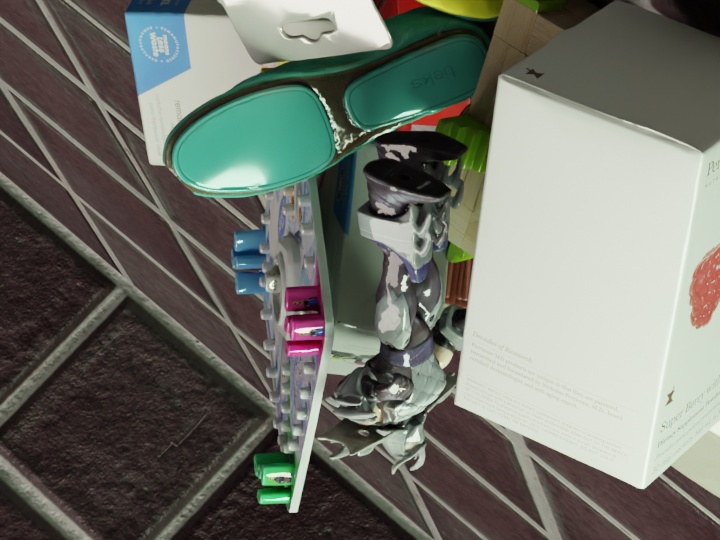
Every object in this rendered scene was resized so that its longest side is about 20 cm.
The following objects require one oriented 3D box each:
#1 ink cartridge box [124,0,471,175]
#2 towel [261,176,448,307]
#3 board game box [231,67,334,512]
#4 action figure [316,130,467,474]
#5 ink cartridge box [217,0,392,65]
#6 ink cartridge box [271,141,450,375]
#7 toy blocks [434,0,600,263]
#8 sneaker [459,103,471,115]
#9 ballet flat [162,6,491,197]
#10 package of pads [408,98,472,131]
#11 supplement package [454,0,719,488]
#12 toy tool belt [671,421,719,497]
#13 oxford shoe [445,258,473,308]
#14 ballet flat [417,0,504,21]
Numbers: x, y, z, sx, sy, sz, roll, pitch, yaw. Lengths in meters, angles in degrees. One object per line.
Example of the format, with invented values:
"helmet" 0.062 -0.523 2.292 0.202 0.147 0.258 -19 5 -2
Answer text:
"ink cartridge box" -0.037 -0.124 1.750 0.200 0.067 0.116 4 126 16
"towel" 0.032 -0.057 1.914 0.200 0.148 0.036 42 157 8
"board game box" -0.049 0.012 1.686 0.200 0.026 0.200 103 163 -53
"action figure" 0.027 0.028 1.559 0.069 0.130 0.200 13 121 23
"ink cartridge box" -0.044 -0.218 1.542 0.117 0.067 0.200 -3 122 41
"ink cartridge box" 0.000 0.000 1.734 0.068 0.115 0.200 9 168 -12
"toy blocks" 0.123 -0.060 1.561 0.137 0.200 0.100 35 -149 32
"sneaker" 0.137 -0.057 1.666 0.200 0.078 0.082 28 -174 32
"ballet flat" -0.021 -0.097 1.608 0.070 0.200 0.067 -123 13 -65
"package of pads" 0.100 -0.058 1.838 0.200 0.076 0.121 41 168 10
"supplement package" 0.138 -0.015 1.441 0.120 0.121 0.200 24 126 26
"toy tool belt" 0.245 0.077 1.784 0.200 0.123 0.125 32 145 -15
"oxford shoe" 0.124 0.003 1.721 0.075 0.071 0.200 -10 -155 -43
"ballet flat" 0.012 -0.215 1.597 0.200 0.067 0.067 40 156 24
